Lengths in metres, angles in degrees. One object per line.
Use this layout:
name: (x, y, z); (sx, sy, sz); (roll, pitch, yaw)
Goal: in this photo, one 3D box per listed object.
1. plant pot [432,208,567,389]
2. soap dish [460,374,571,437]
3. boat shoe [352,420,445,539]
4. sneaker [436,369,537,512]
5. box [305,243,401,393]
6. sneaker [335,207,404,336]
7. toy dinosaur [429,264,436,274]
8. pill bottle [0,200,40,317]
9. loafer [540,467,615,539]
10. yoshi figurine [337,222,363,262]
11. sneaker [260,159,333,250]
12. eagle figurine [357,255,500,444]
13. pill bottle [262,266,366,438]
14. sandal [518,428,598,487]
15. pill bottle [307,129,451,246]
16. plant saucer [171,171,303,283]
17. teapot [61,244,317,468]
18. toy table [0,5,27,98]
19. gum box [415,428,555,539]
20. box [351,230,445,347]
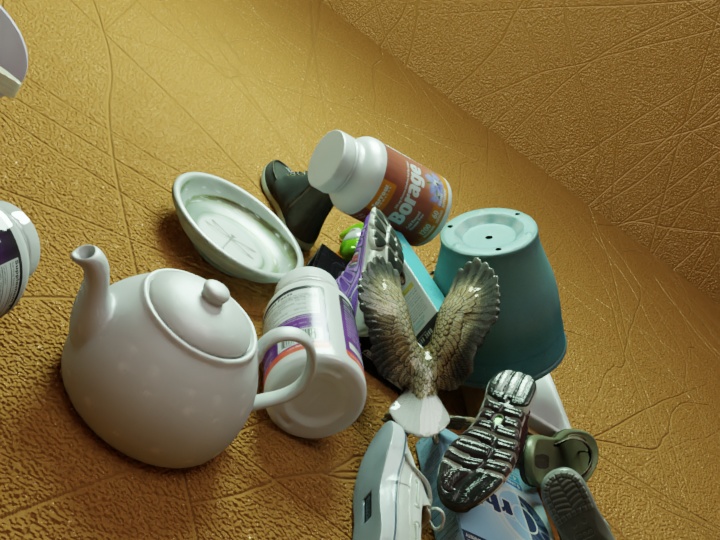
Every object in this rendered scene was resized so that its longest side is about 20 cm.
plant pot: (0.184, 0.026, 1.261); (0.196, 0.191, 0.201); (-6, 30, 4)
soap dish: (0.217, 0.185, 1.325); (0.156, 0.082, 0.201); (32, 23, -21)
boat shoe: (0.045, 0.243, 0.938); (0.085, 0.075, 0.203); (33, 25, -14)
sneaker: (0.152, 0.221, 1.048); (0.075, 0.117, 0.200); (18, 47, 27)
box: (0.002, 0.065, 1.254); (0.199, 0.044, 0.161); (37, 22, -8)
sneaker: (0.000, 0.000, 1.175); (0.081, 0.082, 0.202); (52, 36, -34)
toy dinosaur: (0.162, 0.034, 1.569); (0.103, 0.077, 0.199); (56, 19, 10)
pill bottle: (-0.339, 0.004, 0.715); (0.112, 0.113, 0.200); (39, 21, -1)
loafer: (0.276, 0.326, 1.096); (0.070, 0.074, 0.203); (-16, 87, -78)
yoshi figurine: (0.031, -0.041, 1.430); (0.112, 0.112, 0.200); (45, 24, -4)
sneaker: (-0.085, -0.130, 1.402); (0.074, 0.107, 0.201); (21, 28, -37)
eagle figurine: (0.074, 0.089, 1.075); (0.150, 0.204, 0.150); (-8, 17, -43)
pill bottle: (-0.056, 0.082, 1.031); (0.110, 0.112, 0.201); (30, 24, -22)
sandal: (0.268, 0.247, 1.180); (0.200, 0.057, 0.081); (8, 73, -54)
pill bottle: (0.027, -0.119, 1.298); (0.198, 0.113, 0.113); (24, 26, -34)
plant saucer: (-0.166, -0.043, 1.179); (0.199, 0.050, 0.201); (34, 22, -15)
teapot: (-0.161, 0.070, 0.836); (0.197, 0.147, 0.200); (44, 21, 10)
toy table: (-0.452, -0.250, 0.969); (0.197, 0.187, 0.117); (18, 11, -25)
gum box: (0.154, 0.291, 1.065); (0.169, 0.045, 0.201); (32, 23, -22)
box: (0.060, 0.036, 1.233); (0.049, 0.083, 0.201); (17, 32, -44)
